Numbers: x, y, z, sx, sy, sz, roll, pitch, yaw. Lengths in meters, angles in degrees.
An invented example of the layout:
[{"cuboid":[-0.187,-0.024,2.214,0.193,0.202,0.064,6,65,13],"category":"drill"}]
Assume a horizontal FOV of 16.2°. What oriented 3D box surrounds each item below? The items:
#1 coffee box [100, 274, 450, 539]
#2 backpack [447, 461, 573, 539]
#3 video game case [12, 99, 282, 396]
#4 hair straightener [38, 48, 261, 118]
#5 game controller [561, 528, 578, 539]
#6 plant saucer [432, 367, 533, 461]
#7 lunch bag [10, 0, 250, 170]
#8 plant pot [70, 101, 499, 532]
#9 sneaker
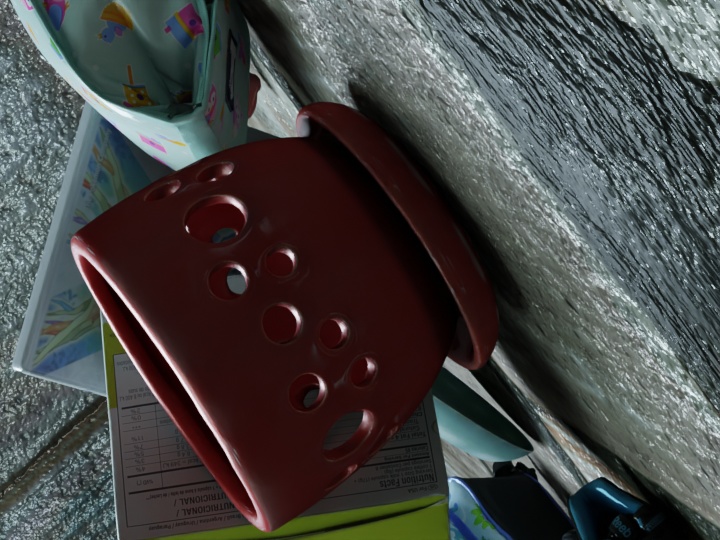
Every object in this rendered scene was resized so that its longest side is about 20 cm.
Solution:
[{"cuboid":[-0.049,0.136,1.589,0.200,0.199,0.198,84,177,-50],"category":"coffee box"},{"cuboid":[0.088,0.279,1.968,0.147,0.200,0.183,-2,-143,-40],"category":"backpack"},{"cuboid":[-0.122,-0.007,1.682,0.182,0.201,0.022,18,175,-29],"category":"video game case"},{"cuboid":[-0.157,-0.140,1.730,0.077,0.041,0.200,19,-172,36],"category":"hair straightener"},{"cuboid":[0.187,0.241,1.666,0.200,0.042,0.105,28,135,63],"category":"game controller"},{"cuboid":[0.039,0.082,1.854,0.200,0.027,0.200,35,-176,-3],"category":"plant saucer"},{"cuboid":[-0.136,-0.152,1.560,0.200,0.122,0.170,56,176,12],"category":"lunch bag"},{"cuboid":[-0.038,0.015,1.411,0.201,0.182,0.200,51,170,13],"category":"plant pot"},{"cuboid":[0.169,0.184,1.440,0.082,0.073,0.200,54,175,-21],"category":"sneaker"}]
